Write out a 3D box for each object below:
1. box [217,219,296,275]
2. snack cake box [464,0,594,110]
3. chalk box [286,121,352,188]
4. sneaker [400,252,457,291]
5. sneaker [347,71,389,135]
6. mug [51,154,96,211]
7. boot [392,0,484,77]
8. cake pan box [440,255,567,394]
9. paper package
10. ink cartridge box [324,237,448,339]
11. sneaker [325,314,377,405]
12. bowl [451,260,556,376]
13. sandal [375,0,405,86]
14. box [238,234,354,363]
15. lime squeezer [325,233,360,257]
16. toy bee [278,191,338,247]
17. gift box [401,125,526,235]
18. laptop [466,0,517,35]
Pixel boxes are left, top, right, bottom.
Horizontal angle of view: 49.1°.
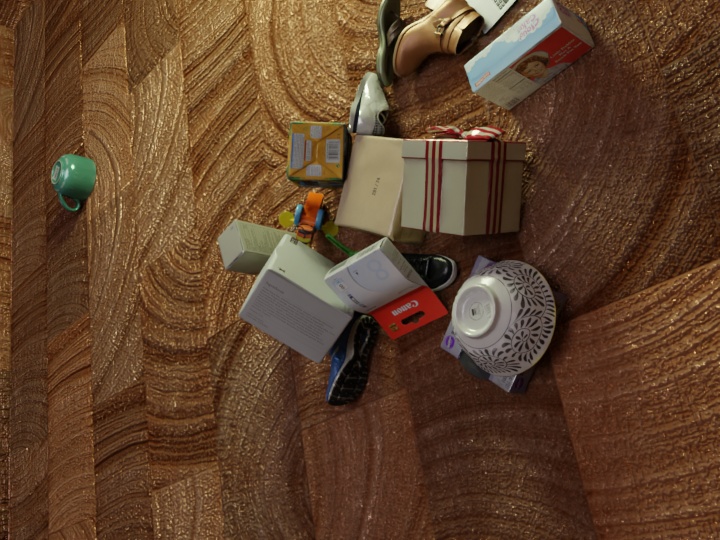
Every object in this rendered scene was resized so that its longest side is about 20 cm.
[{"bbox_3d":[-0.221,-0.044,1.822,0.078,0.199,0.095,-40,55,33],"label":"box"},{"bbox_3d":[0.300,-0.384,1.413,0.200,0.115,0.068,-34,58,36],"label":"snack cake box"},{"bbox_3d":[-0.085,-0.248,1.747,0.123,0.200,0.126,2,88,4],"label":"chalk box"},{"bbox_3d":[0.084,-0.002,1.555,0.199,0.111,0.074,1,82,47],"label":"sneaker"},{"bbox_3d":[0.026,-0.358,1.715,0.077,0.080,0.201,94,-173,-49],"label":"sneaker"},{"bbox_3d":[-1.025,-0.322,2.799,0.152,0.114,0.186,-34,58,36],"label":"mug"},{"bbox_3d":[0.156,-0.464,1.610,0.201,0.073,0.155,-60,44,18],"label":"boot"},{"bbox_3d":[0.248,0.097,1.405,0.184,0.052,0.201,35,106,47],"label":"cake pan box"},{"bbox_3d":[0.056,-0.167,1.630,0.190,0.103,0.201,16,94,47],"label":"paper package"},{"bbox_3d":[0.049,0.049,1.533,0.160,0.200,0.047,-29,17,38],"label":"ink cartridge box"},{"bbox_3d":[-0.030,0.188,1.669,0.089,0.078,0.201,13,82,54],"label":"sneaker"},{"bbox_3d":[0.220,0.075,1.335,0.200,0.094,0.202,-12,73,45],"label":"bowl"},{"bbox_3d":[0.075,-0.501,1.719,0.057,0.080,0.202,2,89,29],"label":"sandal"},{"bbox_3d":[-0.122,0.055,1.643,0.131,0.199,0.199,-55,8,22],"label":"box"},{"bbox_3d":[0.000,0.000,1.682,0.038,0.071,0.201,-30,89,20],"label":"lime squeezer"},{"bbox_3d":[-0.129,-0.094,1.783,0.130,0.200,0.109,24,122,18],"label":"toy bee"},{"bbox_3d":[0.189,-0.168,1.439,0.184,0.199,0.188,11,104,43],"label":"gift box"},{"bbox_3d":[0.240,-0.608,1.529,0.200,0.116,0.188,-45,51,30],"label":"laptop"}]
